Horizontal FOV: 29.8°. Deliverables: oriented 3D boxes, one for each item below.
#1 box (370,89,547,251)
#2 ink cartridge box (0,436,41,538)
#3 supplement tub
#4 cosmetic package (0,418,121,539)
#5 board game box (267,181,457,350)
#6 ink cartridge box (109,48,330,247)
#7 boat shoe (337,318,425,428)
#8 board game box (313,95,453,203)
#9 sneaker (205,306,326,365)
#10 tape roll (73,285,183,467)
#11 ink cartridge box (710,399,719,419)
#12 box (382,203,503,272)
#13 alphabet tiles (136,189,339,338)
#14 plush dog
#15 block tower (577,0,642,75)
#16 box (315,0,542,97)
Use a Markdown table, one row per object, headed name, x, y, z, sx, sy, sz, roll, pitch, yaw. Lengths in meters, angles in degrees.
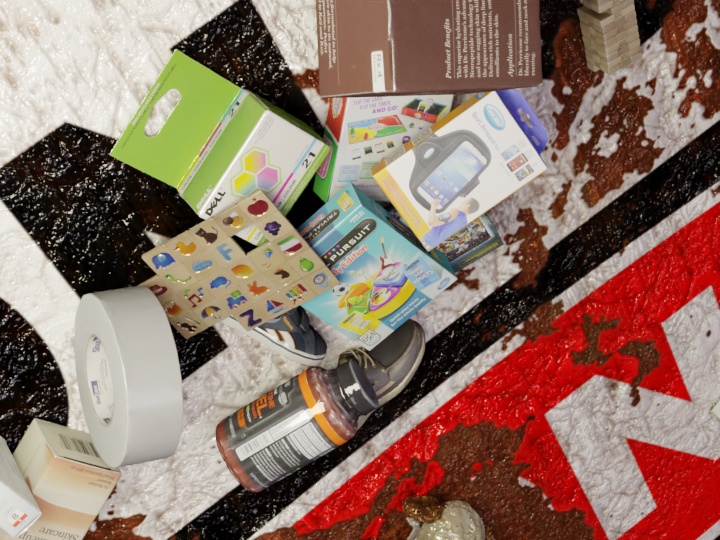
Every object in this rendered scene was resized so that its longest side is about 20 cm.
| name | x | y | z | sx | sy | sz | roll | pitch | yaw |
| --- | --- | --- | --- | --- | --- | --- | --- | --- | --- |
| box | 0.126 | -0.128 | 1.615 | 0.200 | 0.041 | 0.119 | -35 | 107 | 10 |
| ink cartridge box | -0.450 | 0.192 | 1.497 | 0.050 | 0.162 | 0.200 | -44 | 130 | -3 |
| supplement tub | -0.078 | 0.192 | 1.729 | 0.200 | 0.107 | 0.107 | -31 | 130 | 8 |
| cosmetic package | -0.389 | 0.292 | 1.642 | 0.103 | 0.087 | 0.200 | 22 | 105 | -39 |
| board game box | 0.000 | 0.000 | 1.654 | 0.151 | 0.047 | 0.200 | -41 | 134 | 16 |
| ink cartridge box | -0.158 | -0.134 | 1.533 | 0.200 | 0.076 | 0.148 | 27 | 101 | -40 |
| boat shoe | 0.006 | 0.141 | 1.797 | 0.200 | 0.074 | 0.073 | -49 | 130 | 2 |
| board game box | 0.034 | -0.181 | 1.643 | 0.153 | 0.040 | 0.200 | -3 | 118 | -30 |
| sneaker | -0.103 | 0.050 | 1.675 | 0.200 | 0.078 | 0.079 | 30 | 105 | -38 |
| tape roll | -0.266 | 0.120 | 1.539 | 0.066 | 0.200 | 0.201 | -9 | 121 | -26 |
| ink cartridge box | 0.690 | 0.242 | 2.268 | 0.200 | 0.067 | 0.117 | 32 | 98 | -38 |
| box | 0.067 | -0.033 | 1.714 | 0.200 | 0.038 | 0.137 | -30 | 137 | 6 |
| alphabet tiles | -0.151 | 0.006 | 1.575 | 0.200 | 0.008 | 0.167 | -27 | 128 | 17 |
| plush dog | 0.120 | 0.421 | 2.001 | 0.200 | 0.160 | 0.172 | 33 | 75 | -39 |
| block tower | 0.306 | -0.341 | 1.701 | 0.054 | 0.058 | 0.200 | -29 | 129 | -12 |
| box | 0.074 | -0.278 | 1.498 | 0.200 | 0.164 | 0.166 | -6 | 97 | -29 |
